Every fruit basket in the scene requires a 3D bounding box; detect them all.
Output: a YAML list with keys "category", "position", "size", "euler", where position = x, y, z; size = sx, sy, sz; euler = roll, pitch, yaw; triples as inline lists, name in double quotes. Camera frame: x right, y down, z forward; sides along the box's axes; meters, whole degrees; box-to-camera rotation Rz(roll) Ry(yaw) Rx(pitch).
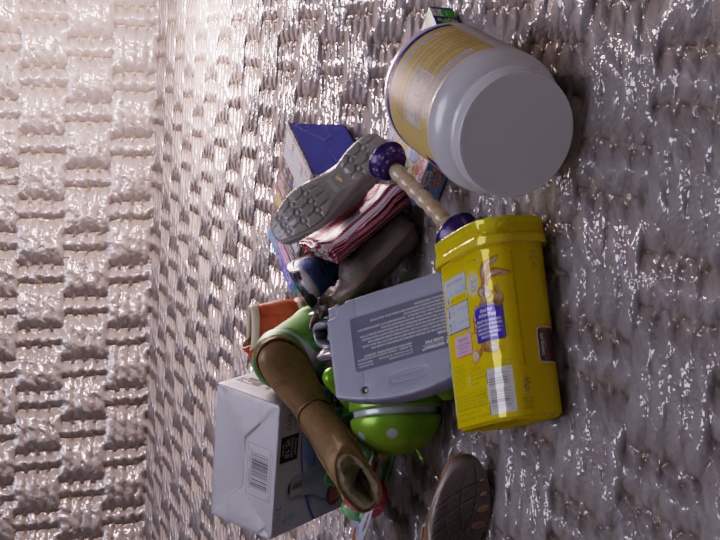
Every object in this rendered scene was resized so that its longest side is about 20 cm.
- category: "fruit basket"
  position: [-0.002, 0.268, 1.647]
  size: [0.201, 0.092, 0.187]
  euler: [-84, 6, -54]

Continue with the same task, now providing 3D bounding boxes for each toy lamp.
- category: "toy lamp"
  position: [0.082, -0.075, 1.453]
  size: [0.200, 0.057, 0.059]
  euler: [51, 139, 39]

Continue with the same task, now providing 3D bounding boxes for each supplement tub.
- category: "supplement tub"
  position: [0.119, -0.165, 1.265]
  size: [0.200, 0.143, 0.148]
  euler: [-130, 44, -62]

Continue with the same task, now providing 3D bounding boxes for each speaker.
- category: "speaker"
  position: [-0.085, 0.106, 1.750]
  size: [0.200, 0.087, 0.090]
  euler: [-33, -51, -71]

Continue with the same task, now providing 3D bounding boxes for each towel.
- category: "towel"
  position: [-0.007, -0.070, 1.648]
  size: [0.023, 0.144, 0.200]
  euler: [52, 171, -14]

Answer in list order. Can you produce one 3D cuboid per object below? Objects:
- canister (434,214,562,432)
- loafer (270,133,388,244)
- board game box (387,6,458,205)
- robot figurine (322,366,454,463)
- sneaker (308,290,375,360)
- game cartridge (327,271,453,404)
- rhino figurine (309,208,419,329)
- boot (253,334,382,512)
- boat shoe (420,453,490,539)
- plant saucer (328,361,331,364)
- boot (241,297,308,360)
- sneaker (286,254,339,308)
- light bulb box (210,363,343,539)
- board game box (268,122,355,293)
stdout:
- category: "canister"
  position: [0.143, 0.059, 1.287]
  size: [0.148, 0.085, 0.203]
  euler: [148, 119, -66]
- category: "loafer"
  position: [-0.034, -0.103, 1.674]
  size: [0.070, 0.199, 0.070]
  euler: [55, -174, 21]
- category: "board game box"
  position: [0.089, -0.198, 1.513]
  size: [0.202, 0.034, 0.137]
  euler: [109, 153, -43]
- category: "robot figurine"
  position: [0.041, 0.134, 1.529]
  size: [0.174, 0.115, 0.204]
  euler: [-11, 77, 38]
- category: "sneaker"
  position: [-0.022, 0.071, 1.697]
  size: [0.200, 0.113, 0.076]
  euler: [-169, 69, -69]
- category: "game cartridge"
  position: [0.056, 0.082, 1.438]
  size: [0.198, 0.041, 0.135]
  euler: [-17, 71, 25]
- category: "rhino figurine"
  position: [0.000, 0.000, 1.603]
  size: [0.200, 0.060, 0.087]
  euler: [-47, 18, -4]
- category: "boot"
  position: [-0.051, 0.185, 1.546]
  size: [0.176, 0.066, 0.200]
  euler: [53, 179, -30]
- category: "boat shoe"
  position: [0.100, 0.297, 1.429]
  size: [0.072, 0.075, 0.203]
  euler: [-127, 43, -62]
- category: "plant saucer"
  position: [-0.075, 0.159, 1.955]
  size: [0.200, 0.050, 0.204]
  euler: [-179, 90, -70]
- category: "boot"
  position: [-0.134, 0.141, 1.896]
  size: [0.075, 0.106, 0.204]
  euler: [-151, 61, -66]
- category: "sneaker"
  position: [-0.043, -0.001, 1.710]
  size: [0.076, 0.076, 0.200]
  euler: [58, -164, 0]
- category: "light bulb box"
  position: [-0.101, 0.247, 1.769]
  size: [0.124, 0.199, 0.202]
  euler: [15, 107, 36]
- category: "board game box"
  position: [-0.063, -0.094, 1.851]
  size: [0.160, 0.095, 0.202]
  euler: [-116, 32, -51]
